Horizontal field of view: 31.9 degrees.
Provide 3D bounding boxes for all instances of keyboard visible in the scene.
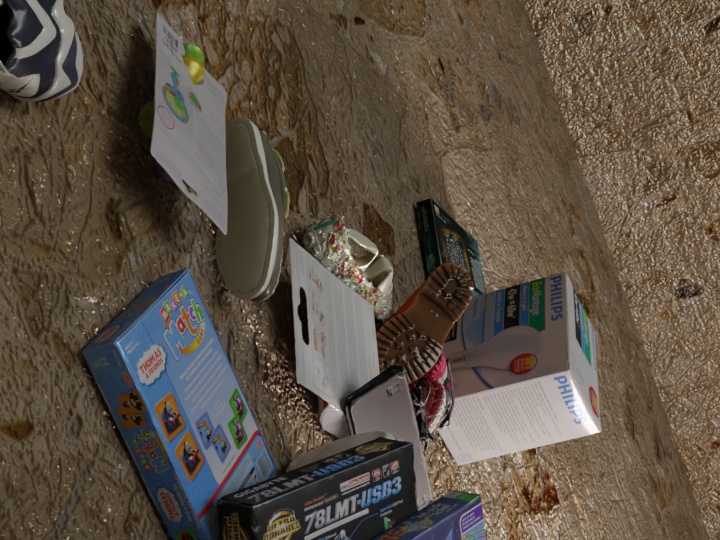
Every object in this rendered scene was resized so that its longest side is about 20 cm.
[{"bbox_3d":[0.034,0.185,1.342,0.040,0.104,0.200,34,-35,47],"label":"keyboard"}]

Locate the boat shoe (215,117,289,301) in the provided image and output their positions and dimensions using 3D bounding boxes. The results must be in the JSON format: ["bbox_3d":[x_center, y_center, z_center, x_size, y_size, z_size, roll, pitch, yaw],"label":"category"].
[{"bbox_3d":[-0.100,-0.055,1.222,0.060,0.072,0.202,38,36,-50],"label":"boat shoe"}]

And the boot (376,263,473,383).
[{"bbox_3d":[0.055,0.085,1.509,0.075,0.107,0.200,44,53,-1],"label":"boot"}]

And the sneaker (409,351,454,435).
[{"bbox_3d":[0.079,0.165,1.504,0.200,0.081,0.075,-62,133,-63],"label":"sneaker"}]

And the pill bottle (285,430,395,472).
[{"bbox_3d":[0.009,0.264,1.198,0.200,0.112,0.112,72,20,-3],"label":"pill bottle"}]

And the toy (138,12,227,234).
[{"bbox_3d":[-0.167,-0.130,1.144,0.115,0.047,0.200,49,27,-41],"label":"toy"}]

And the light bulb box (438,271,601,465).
[{"bbox_3d":[0.203,0.130,1.679,0.125,0.200,0.198,60,24,-33],"label":"light bulb box"}]

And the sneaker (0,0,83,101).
[{"bbox_3d":[-0.269,-0.221,0.901,0.130,0.079,0.199,-26,109,-78],"label":"sneaker"}]

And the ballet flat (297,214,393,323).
[{"bbox_3d":[0.000,0.000,1.435,0.200,0.064,0.076,44,14,-54],"label":"ballet flat"}]

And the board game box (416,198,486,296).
[{"bbox_3d":[0.139,-0.011,1.868,0.200,0.028,0.135,36,42,-60],"label":"board game box"}]

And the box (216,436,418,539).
[{"bbox_3d":[-0.025,0.260,1.052,0.200,0.050,0.199,-14,100,-48],"label":"box"}]

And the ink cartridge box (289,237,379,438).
[{"bbox_3d":[-0.040,0.078,1.314,0.200,0.057,0.163,35,43,-52],"label":"ink cartridge box"}]

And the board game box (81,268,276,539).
[{"bbox_3d":[-0.141,0.118,1.029,0.151,0.037,0.200,-56,128,-64],"label":"board game box"}]

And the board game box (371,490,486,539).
[{"bbox_3d":[0.042,0.286,1.067,0.200,0.034,0.136,-19,105,-48],"label":"board game box"}]
